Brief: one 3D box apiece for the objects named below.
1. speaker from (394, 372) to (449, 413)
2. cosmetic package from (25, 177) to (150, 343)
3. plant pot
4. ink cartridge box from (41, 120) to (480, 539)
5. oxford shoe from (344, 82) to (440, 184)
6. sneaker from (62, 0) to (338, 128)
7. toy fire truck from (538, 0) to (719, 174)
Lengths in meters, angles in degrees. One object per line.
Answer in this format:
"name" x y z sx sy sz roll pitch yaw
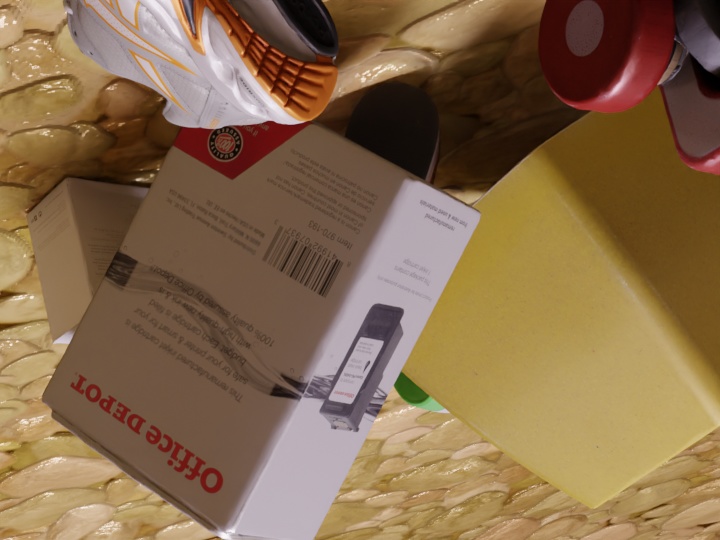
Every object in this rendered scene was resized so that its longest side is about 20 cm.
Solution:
"speaker" 0.119 0.056 1.399 0.199 0.089 0.088 -2 153 -33
"cosmetic package" -0.094 0.002 1.128 0.199 0.083 0.051 6 148 -42
"plant pot" 0.153 0.014 1.122 0.200 0.177 0.200 -33 172 -43
"ink cartridge box" -0.053 0.021 1.000 0.083 0.145 0.201 21 98 -58
"oxford shoe" 0.000 0.000 1.077 0.071 0.201 0.071 21 168 13
"sneaker" -0.100 -0.124 0.782 0.092 0.076 0.200 -13 130 38
"toy fire truck" 0.158 -0.153 0.811 0.111 0.201 0.168 5 153 -33
